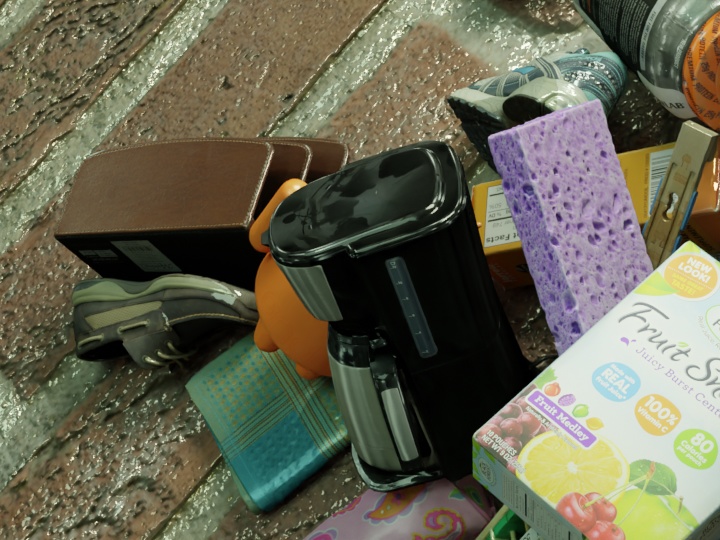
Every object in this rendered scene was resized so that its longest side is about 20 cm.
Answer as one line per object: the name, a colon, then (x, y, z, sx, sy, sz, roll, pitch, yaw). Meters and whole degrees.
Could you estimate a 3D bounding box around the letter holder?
letter holder: (-0.124, -0.067, 1.835, 0.199, 0.101, 0.143, -1, 61, 35)

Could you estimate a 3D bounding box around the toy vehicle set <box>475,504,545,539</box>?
toy vehicle set: (0.116, 0.202, 1.469, 0.200, 0.026, 0.125, 122, 149, -46)

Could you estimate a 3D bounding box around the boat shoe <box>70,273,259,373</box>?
boat shoe: (-0.152, 0.046, 1.814, 0.199, 0.074, 0.074, -3, 77, 43)

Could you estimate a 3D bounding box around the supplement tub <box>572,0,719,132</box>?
supplement tub: (0.236, -0.182, 1.609, 0.122, 0.122, 0.200, -41, 35, 8)

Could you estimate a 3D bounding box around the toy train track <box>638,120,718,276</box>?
toy train track: (0.205, -0.007, 1.555, 0.114, 0.032, 0.201, 28, 116, 26)

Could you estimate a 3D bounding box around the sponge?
sponge: (0.151, -0.007, 1.502, 0.030, 0.111, 0.201, -17, 92, 37)

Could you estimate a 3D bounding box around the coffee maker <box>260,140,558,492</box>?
coffee maker: (0.053, 0.020, 1.518, 0.191, 0.201, 0.135, -28, 33, -14)

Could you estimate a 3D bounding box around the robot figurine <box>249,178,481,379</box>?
robot figurine: (0.002, 0.001, 1.644, 0.200, 0.116, 0.144, -44, 71, 43)

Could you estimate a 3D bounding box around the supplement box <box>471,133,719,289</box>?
supplement box: (0.178, -0.040, 1.624, 0.199, 0.066, 0.069, -9, 61, 32)

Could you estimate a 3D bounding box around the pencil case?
pencil case: (0.002, 0.207, 1.590, 0.200, 0.087, 0.088, -42, 47, 7)

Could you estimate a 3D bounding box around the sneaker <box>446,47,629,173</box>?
sneaker: (0.136, -0.121, 1.680, 0.086, 0.078, 0.200, -39, 16, -16)

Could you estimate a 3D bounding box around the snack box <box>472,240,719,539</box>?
snack box: (0.185, 0.093, 1.391, 0.200, 0.053, 0.142, -40, 62, -20)

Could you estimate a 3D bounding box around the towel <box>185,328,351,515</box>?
towel: (-0.030, 0.077, 1.733, 0.200, 0.022, 0.147, -38, 49, 8)
